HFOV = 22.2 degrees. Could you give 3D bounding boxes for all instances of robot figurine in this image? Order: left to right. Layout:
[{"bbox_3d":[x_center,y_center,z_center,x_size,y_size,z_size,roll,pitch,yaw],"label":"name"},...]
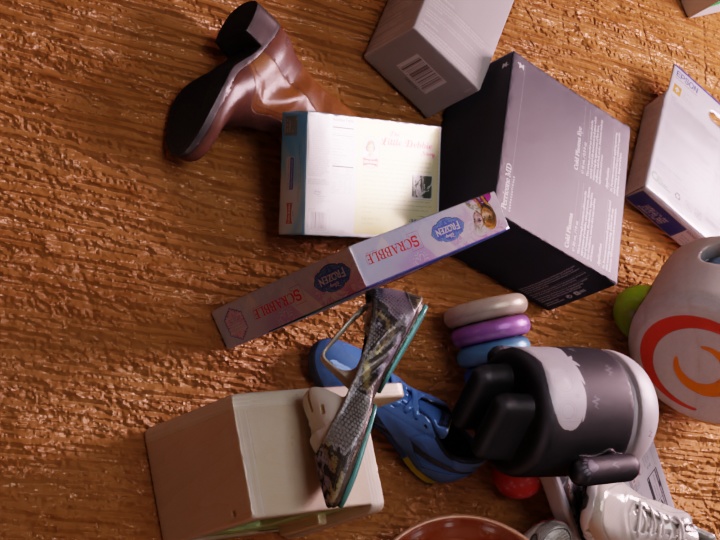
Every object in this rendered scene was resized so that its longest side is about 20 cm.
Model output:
[{"bbox_3d":[0.185,0.134,1.724,0.200,0.125,0.151,3,75,-34],"label":"robot figurine"}]

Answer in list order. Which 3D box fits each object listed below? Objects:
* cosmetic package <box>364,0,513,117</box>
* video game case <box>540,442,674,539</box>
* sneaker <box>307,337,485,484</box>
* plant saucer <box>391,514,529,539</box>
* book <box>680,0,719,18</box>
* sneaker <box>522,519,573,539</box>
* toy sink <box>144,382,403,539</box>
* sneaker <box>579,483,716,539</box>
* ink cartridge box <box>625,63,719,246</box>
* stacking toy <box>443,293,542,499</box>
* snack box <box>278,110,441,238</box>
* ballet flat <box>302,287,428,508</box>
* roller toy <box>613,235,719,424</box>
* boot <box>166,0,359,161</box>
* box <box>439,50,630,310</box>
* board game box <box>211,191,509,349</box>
[{"bbox_3d":[0.092,-0.275,1.928,0.107,0.090,0.200,41,48,-22],"label":"cosmetic package"},{"bbox_3d":[0.252,0.220,1.878,0.182,0.023,0.200,-46,124,-43],"label":"video game case"},{"bbox_3d":[0.039,0.125,1.727,0.200,0.078,0.066,42,52,-20],"label":"sneaker"},{"bbox_3d":[0.094,0.324,1.678,0.200,0.032,0.201,4,66,-9],"label":"plant saucer"},{"bbox_3d":[0.510,-0.373,2.307,0.200,0.134,0.048,-19,87,-44],"label":"book"},{"bbox_3d":[0.177,0.334,1.756,0.078,0.082,0.200,31,60,-30],"label":"sneaker"},{"bbox_3d":[-0.062,0.170,1.582,0.200,0.130,0.112,-1,74,-43],"label":"toy sink"},{"bbox_3d":[0.289,0.255,1.842,0.200,0.081,0.075,29,69,-47],"label":"sneaker"},{"bbox_3d":[0.405,-0.111,2.174,0.196,0.043,0.200,38,50,-24],"label":"ink cartridge box"},{"bbox_3d":[0.144,0.127,1.822,0.085,0.085,0.200,-7,82,-43],"label":"stacking toy"},{"bbox_3d":[0.003,-0.089,1.770,0.200,0.037,0.116,2,90,-49],"label":"snack box"},{"bbox_3d":[-0.009,0.100,1.525,0.072,0.072,0.201,36,63,-26],"label":"ballet flat"},{"bbox_3d":[0.397,0.063,1.998,0.200,0.182,0.140,50,47,-15],"label":"roller toy"},{"bbox_3d":[-0.083,-0.125,1.746,0.200,0.068,0.188,48,44,-31],"label":"boot"},{"bbox_3d":[0.178,-0.092,1.918,0.182,0.104,0.200,30,56,-31],"label":"box"},{"bbox_3d":[0.000,0.000,1.655,0.200,0.199,0.041,-22,88,-44],"label":"board game box"}]
